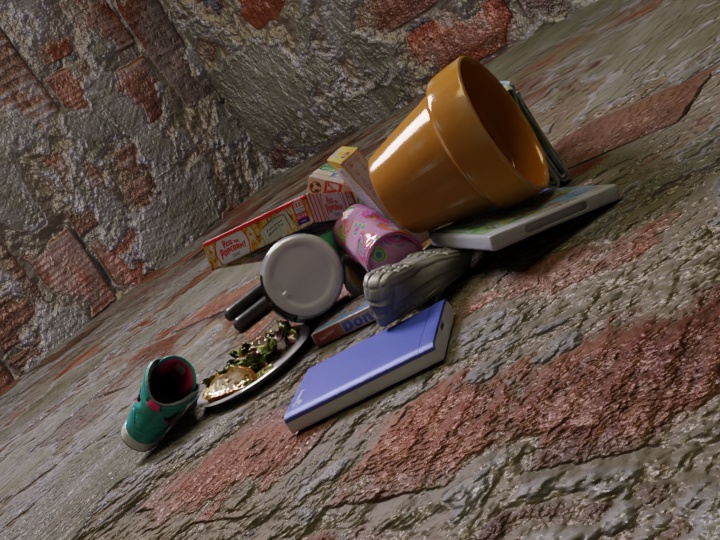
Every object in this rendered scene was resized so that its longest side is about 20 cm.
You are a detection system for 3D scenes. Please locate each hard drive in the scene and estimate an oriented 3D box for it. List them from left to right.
[{"bbox_3d":[0.012,0.109,1.111,0.199,0.025,0.132,-29,13,20],"label":"hard drive"}]

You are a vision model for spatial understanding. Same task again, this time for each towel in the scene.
[{"bbox_3d":[0.224,-0.200,1.430,0.048,0.172,0.200,-35,13,-1],"label":"towel"}]

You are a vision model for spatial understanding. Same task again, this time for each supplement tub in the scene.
[{"bbox_3d":[-0.089,0.016,1.449,0.122,0.123,0.200,-34,-2,-6],"label":"supplement tub"}]

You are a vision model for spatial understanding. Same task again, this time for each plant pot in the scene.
[{"bbox_3d":[0.118,-0.147,1.267,0.183,0.201,0.200,-33,11,27],"label":"plant pot"}]

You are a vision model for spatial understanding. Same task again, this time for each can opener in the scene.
[{"bbox_3d":[-0.167,0.046,1.806,0.200,0.053,0.067,-39,-19,-23],"label":"can opener"}]

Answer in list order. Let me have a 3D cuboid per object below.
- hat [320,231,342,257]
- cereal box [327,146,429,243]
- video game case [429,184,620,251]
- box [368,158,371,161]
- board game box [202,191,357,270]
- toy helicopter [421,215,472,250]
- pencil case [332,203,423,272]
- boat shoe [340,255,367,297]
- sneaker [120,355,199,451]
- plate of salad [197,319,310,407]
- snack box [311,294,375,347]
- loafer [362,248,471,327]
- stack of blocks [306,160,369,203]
[{"bbox_3d":[-0.029,-0.011,1.706,0.165,0.177,0.200,-25,-25,27],"label":"hat"},{"bbox_3d":[0.034,-0.102,1.461,0.039,0.200,0.144,-42,14,-3],"label":"cereal box"},{"bbox_3d":[0.203,-0.069,1.229,0.181,0.022,0.200,-22,9,-15],"label":"video game case"},{"bbox_3d":[0.106,-0.217,1.563,0.160,0.044,0.200,-27,14,36],"label":"box"},{"bbox_3d":[-0.119,-0.061,1.476,0.199,0.047,0.151,-23,-5,27],"label":"board game box"},{"bbox_3d":[0.139,-0.072,1.379,0.200,0.079,0.132,-41,11,-26],"label":"toy helicopter"},{"bbox_3d":[0.021,-0.035,1.346,0.087,0.088,0.200,-34,21,-7],"label":"pencil case"},{"bbox_3d":[0.000,0.000,1.497,0.069,0.071,0.200,-54,8,24],"label":"boat shoe"},{"bbox_3d":[-0.281,0.165,1.424,0.121,0.083,0.200,-54,8,29],"label":"sneaker"},{"bbox_3d":[-0.163,0.132,1.420,0.199,0.048,0.200,-32,12,8],"label":"plate of salad"},{"bbox_3d":[0.023,0.045,1.335,0.199,0.024,0.072,-27,14,27],"label":"snack box"},{"bbox_3d":[0.076,0.017,1.210,0.070,0.070,0.199,1,15,42],"label":"loafer"},{"bbox_3d":[-0.012,-0.143,1.647,0.114,0.059,0.200,14,20,9],"label":"stack of blocks"}]
